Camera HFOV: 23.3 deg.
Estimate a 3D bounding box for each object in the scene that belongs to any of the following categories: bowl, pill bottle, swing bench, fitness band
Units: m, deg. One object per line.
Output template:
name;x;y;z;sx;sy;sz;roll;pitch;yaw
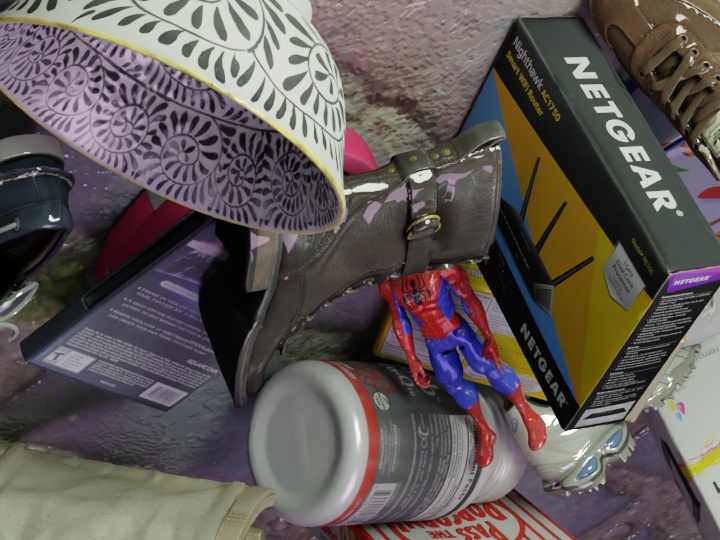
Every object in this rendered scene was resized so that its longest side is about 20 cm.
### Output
bowl;-0.081;-0.107;0.871;0.095;0.200;0.201;-65;149;-15
pill bottle;0.025;0.125;1.272;0.199;0.116;0.116;5;138;-46
swing bench;-0.162;0.202;1.193;0.198;0.130;0.200;9;146;12
fitness band;-0.075;-0.021;1.083;0.143;0.038;0.200;15;132;-44

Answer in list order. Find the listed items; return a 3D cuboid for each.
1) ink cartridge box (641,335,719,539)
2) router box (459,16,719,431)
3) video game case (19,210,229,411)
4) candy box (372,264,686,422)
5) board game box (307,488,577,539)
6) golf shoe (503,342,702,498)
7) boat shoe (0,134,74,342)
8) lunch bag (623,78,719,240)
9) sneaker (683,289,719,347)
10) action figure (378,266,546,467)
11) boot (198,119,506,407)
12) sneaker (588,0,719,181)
ink cartridge box;0.317;0.131;1.387;0.147;0.201;0.086;-22;148;-2
router box;0.126;-0.030;1.041;0.051;0.200;0.149;-6;143;-28
video game case;-0.090;0.014;1.076;0.200;0.019;0.143;-36;148;17
candy box;0.116;0.047;1.227;0.199;0.026;0.102;15;136;-6
board game box;0.059;0.202;1.340;0.151;0.200;0.047;-5;111;-26
golf shoe;0.184;0.075;1.317;0.200;0.097;0.078;-46;-170;-35
boat shoe;-0.215;-0.002;0.984;0.075;0.062;0.200;2;150;-42
lunch bag;0.263;-0.091;1.146;0.160;0.076;0.200;-36;145;25
sneaker;0.224;0.013;1.252;0.199;0.076;0.088;8;170;-38
action figure;0.063;0.050;1.182;0.065;0.052;0.200;-18;121;23
boot;0.000;0.000;1.035;0.173;0.069;0.200;-11;145;-21
sneaker;0.212;-0.098;1.015;0.070;0.200;0.076;-45;-174;27
